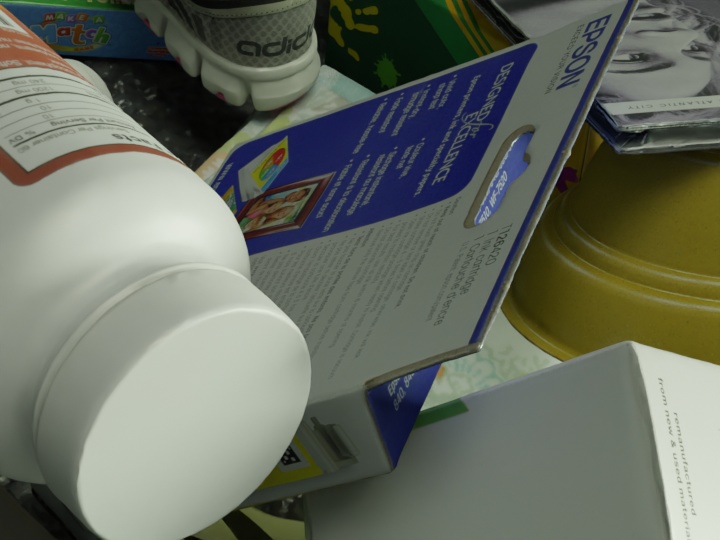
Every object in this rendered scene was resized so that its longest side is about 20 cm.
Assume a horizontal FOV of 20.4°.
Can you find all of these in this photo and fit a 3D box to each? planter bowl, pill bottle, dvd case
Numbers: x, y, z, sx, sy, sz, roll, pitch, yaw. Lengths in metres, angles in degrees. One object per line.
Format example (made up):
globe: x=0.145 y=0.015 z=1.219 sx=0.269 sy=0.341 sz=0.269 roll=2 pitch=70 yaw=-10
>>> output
planter bowl: x=0.154 y=-0.026 z=0.796 sx=0.199 sy=0.084 sz=0.201 roll=0 pitch=23 yaw=0
pill bottle: x=-0.107 y=-0.004 z=0.639 sx=0.112 sy=0.113 sz=0.200 roll=-20 pitch=44 yaw=-33
dvd case: x=0.140 y=-0.094 z=0.820 sx=0.148 sy=0.016 sz=0.200 roll=-5 pitch=26 yaw=-13

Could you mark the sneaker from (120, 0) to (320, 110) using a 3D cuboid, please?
sneaker: x=-0.087 y=-0.162 z=0.885 sx=0.200 sy=0.088 sz=0.074 roll=43 pitch=51 yaw=20

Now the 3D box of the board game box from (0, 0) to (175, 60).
board game box: x=-0.152 y=-0.187 z=0.967 sx=0.150 sy=0.037 sz=0.201 roll=1 pitch=51 yaw=-21

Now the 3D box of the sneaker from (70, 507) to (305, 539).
sneaker: x=-0.008 y=0.142 z=0.727 sx=0.200 sy=0.074 sz=0.088 roll=43 pitch=52 yaw=15

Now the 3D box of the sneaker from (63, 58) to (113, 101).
sneaker: x=-0.138 y=-0.020 z=0.801 sx=0.074 sy=0.087 sz=0.201 roll=18 pitch=47 yaw=-3

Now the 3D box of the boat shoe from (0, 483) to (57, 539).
boat shoe: x=-0.152 y=0.117 z=0.702 sx=0.075 sy=0.093 sz=0.201 roll=-38 pitch=100 yaw=-44

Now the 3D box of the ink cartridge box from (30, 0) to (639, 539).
ink cartridge box: x=0.000 y=0.000 z=0.713 sx=0.047 sy=0.199 sz=0.198 roll=56 pitch=40 yaw=-25

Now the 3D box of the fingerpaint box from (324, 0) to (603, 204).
fingerpaint box: x=0.111 y=-0.125 z=0.964 sx=0.199 sy=0.074 sz=0.167 roll=-27 pitch=49 yaw=-35

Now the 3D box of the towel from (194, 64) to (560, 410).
towel: x=0.006 y=0.013 z=0.859 sx=0.199 sy=0.048 sz=0.171 roll=34 pitch=51 yaw=9

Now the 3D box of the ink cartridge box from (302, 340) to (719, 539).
ink cartridge box: x=0.099 y=0.096 z=0.702 sx=0.199 sy=0.146 sz=0.085 roll=15 pitch=61 yaw=-48
